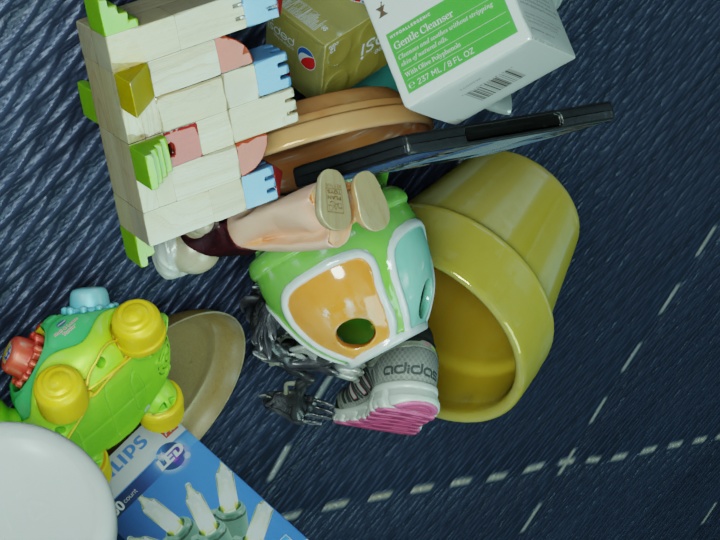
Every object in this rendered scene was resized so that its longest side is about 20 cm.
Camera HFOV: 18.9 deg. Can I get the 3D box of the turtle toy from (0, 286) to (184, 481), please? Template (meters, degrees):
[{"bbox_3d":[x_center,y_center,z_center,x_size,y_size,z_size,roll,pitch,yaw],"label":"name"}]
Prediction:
[{"bbox_3d":[-0.221,0.091,1.597,0.200,0.101,0.146,-40,151,-22],"label":"turtle toy"}]

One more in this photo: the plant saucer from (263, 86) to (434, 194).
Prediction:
[{"bbox_3d":[-0.045,-0.094,1.614,0.199,0.038,0.200,-16,173,-2],"label":"plant saucer"}]

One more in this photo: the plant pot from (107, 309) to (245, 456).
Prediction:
[{"bbox_3d":[-0.176,0.108,1.784,0.200,0.027,0.200,-39,153,-24],"label":"plant pot"}]

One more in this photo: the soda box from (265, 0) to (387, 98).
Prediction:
[{"bbox_3d":[0.020,-0.206,1.638,0.200,0.064,0.068,-35,151,-30],"label":"soda box"}]

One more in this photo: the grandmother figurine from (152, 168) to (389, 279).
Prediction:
[{"bbox_3d":[-0.081,-0.030,1.574,0.121,0.200,0.061,12,71,-44],"label":"grandmother figurine"}]

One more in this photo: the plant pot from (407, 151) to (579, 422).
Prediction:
[{"bbox_3d":[0.097,0.000,1.918,0.189,0.200,0.201,-51,160,-38],"label":"plant pot"}]

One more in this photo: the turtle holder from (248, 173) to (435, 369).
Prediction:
[{"bbox_3d":[-0.009,0.005,1.702,0.141,0.132,0.186,-29,177,-7],"label":"turtle holder"}]

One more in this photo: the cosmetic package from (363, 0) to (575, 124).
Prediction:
[{"bbox_3d":[0.056,-0.216,1.500,0.107,0.201,0.085,-29,163,23],"label":"cosmetic package"}]

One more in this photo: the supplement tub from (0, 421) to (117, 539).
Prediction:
[{"bbox_3d":[-0.245,0.205,1.492,0.145,0.145,0.200,-37,164,-26],"label":"supplement tub"}]

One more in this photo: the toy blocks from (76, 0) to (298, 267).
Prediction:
[{"bbox_3d":[-0.106,-0.113,1.466,0.136,0.100,0.201,-21,118,-24],"label":"toy blocks"}]

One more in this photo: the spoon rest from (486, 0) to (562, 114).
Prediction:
[{"bbox_3d":[0.122,-0.210,1.793,0.060,0.100,0.200,3,141,-13],"label":"spoon rest"}]

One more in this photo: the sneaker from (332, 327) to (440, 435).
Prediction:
[{"bbox_3d":[0.026,0.090,1.859,0.200,0.073,0.088,140,-42,-74],"label":"sneaker"}]

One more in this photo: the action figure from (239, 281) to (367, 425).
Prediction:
[{"bbox_3d":[-0.048,0.046,1.813,0.102,0.119,0.200,-3,151,-1],"label":"action figure"}]

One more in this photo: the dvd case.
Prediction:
[{"bbox_3d":[0.069,-0.093,1.594,0.199,0.018,0.142,-11,179,-36],"label":"dvd case"}]

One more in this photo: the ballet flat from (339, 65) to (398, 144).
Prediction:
[{"bbox_3d":[0.044,-0.172,1.737,0.200,0.071,0.071,-45,154,-8],"label":"ballet flat"}]

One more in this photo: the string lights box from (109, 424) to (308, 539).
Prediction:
[{"bbox_3d":[-0.124,0.214,1.746,0.103,0.200,0.059,-44,155,-14],"label":"string lights box"}]
